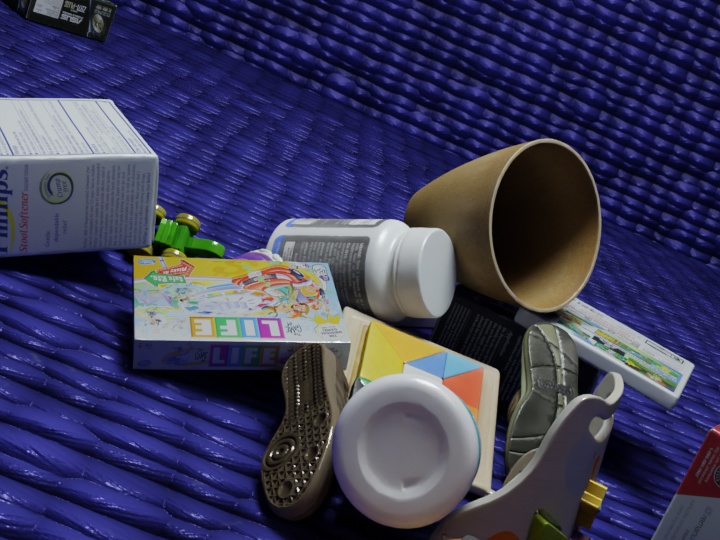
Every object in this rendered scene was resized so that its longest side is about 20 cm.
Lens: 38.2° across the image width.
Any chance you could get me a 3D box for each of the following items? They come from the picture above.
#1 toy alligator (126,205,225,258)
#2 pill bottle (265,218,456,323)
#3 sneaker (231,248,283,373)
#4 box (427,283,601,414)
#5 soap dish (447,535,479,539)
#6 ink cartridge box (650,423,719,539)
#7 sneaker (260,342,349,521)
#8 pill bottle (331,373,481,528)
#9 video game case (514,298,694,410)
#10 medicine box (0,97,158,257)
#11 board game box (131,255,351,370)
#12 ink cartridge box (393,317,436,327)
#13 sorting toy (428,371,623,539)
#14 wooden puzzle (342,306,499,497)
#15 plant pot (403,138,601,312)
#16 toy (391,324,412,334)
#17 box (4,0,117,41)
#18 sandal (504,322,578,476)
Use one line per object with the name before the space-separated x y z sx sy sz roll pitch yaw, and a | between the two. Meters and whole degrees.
toy alligator | -0.250 -0.040 1.182 0.196 0.060 0.054 16 -29 -2
pill bottle | 0.000 0.000 1.160 0.197 0.116 0.113 3 3 31
sneaker | -0.115 0.034 1.085 0.082 0.082 0.200 10 21 -24
box | 0.186 0.099 1.261 0.197 0.106 0.148 25 15 7
soap dish | 0.041 0.238 0.638 0.198 0.082 0.157 8 22 -41
ink cartridge box | 0.397 0.257 0.979 0.199 0.148 0.082 34 20 32
sneaker | -0.030 0.142 0.867 0.076 0.070 0.201 54 21 -26
pill bottle | 0.043 0.144 0.841 0.109 0.112 0.200 26 -5 10
video game case | 0.291 0.087 1.223 0.198 0.022 0.182 31 17 18
medicine box | -0.328 -0.100 1.067 0.197 0.105 0.182 -5 28 -27
board game box | -0.117 0.040 0.990 0.196 0.035 0.135 2 34 -15
ink cartridge box | 0.047 0.033 1.382 0.198 0.045 0.094 6 25 -49
sorting toy | 0.159 0.170 0.849 0.106 0.183 0.199 29 17 22
wooden puzzle | 0.054 0.121 1.037 0.182 0.038 0.201 22 33 -5
plant pot | 0.146 -0.052 1.215 0.184 0.190 0.198 11 -5 -38
toy | 0.032 0.089 1.172 0.114 0.048 0.200 15 19 -32
box | -0.663 -0.590 2.277 0.198 0.087 0.163 8 23 -46
sandal | 0.190 0.147 1.093 0.079 0.058 0.203 24 48 -7
